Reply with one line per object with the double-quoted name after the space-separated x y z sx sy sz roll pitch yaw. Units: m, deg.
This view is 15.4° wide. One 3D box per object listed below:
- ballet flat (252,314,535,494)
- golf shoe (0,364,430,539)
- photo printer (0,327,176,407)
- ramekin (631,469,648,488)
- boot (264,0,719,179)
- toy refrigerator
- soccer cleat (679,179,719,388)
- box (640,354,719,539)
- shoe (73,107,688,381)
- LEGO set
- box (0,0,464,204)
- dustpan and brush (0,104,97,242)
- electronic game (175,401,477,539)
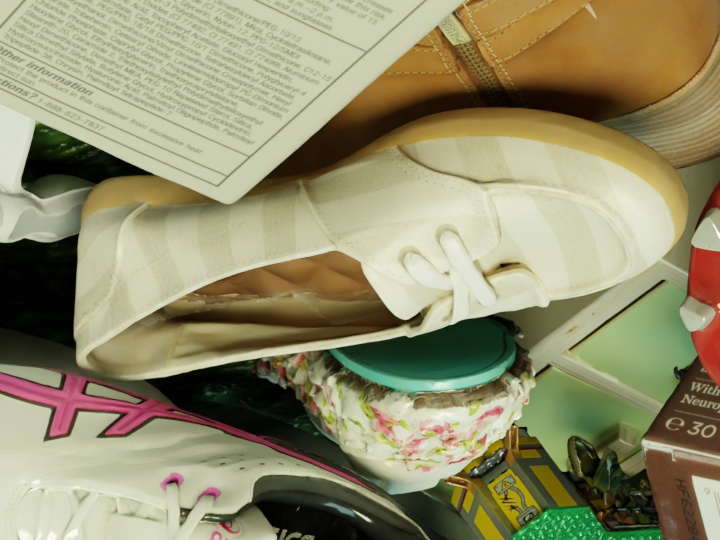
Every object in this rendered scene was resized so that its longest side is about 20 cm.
0.009 0.035 0.863 0.075 0.064 0.200 -7 -163 -13 "ballet flat"
-0.068 0.068 0.772 0.199 0.073 0.092 9 176 -31 "golf shoe"
-0.160 0.054 0.863 0.199 0.070 0.166 5 -175 -36 "photo printer"
0.138 0.140 1.168 0.202 0.094 0.202 -46 -177 3 "ramekin"
0.006 -0.058 0.767 0.199 0.077 0.155 -12 153 27 "boot"
0.086 0.031 0.987 0.076 0.070 0.200 26 143 -18 "toy refrigerator"
0.149 -0.050 0.761 0.085 0.068 0.201 -32 142 -54 "soccer cleat"
0.182 0.022 0.850 0.100 0.200 0.075 9 134 34 "box"
0.000 0.000 0.754 0.199 0.054 0.070 -6 141 33 "shoe"
0.085 0.094 0.939 0.199 0.116 0.155 -8 126 -24 "LEGO set"
-0.012 -0.105 0.603 0.095 0.078 0.200 25 142 -25 "box"
-0.123 -0.019 0.775 0.140 0.057 0.200 -61 175 12 "dustpan and brush"
-0.010 0.112 1.075 0.199 0.042 0.200 27 164 8 "electronic game"
